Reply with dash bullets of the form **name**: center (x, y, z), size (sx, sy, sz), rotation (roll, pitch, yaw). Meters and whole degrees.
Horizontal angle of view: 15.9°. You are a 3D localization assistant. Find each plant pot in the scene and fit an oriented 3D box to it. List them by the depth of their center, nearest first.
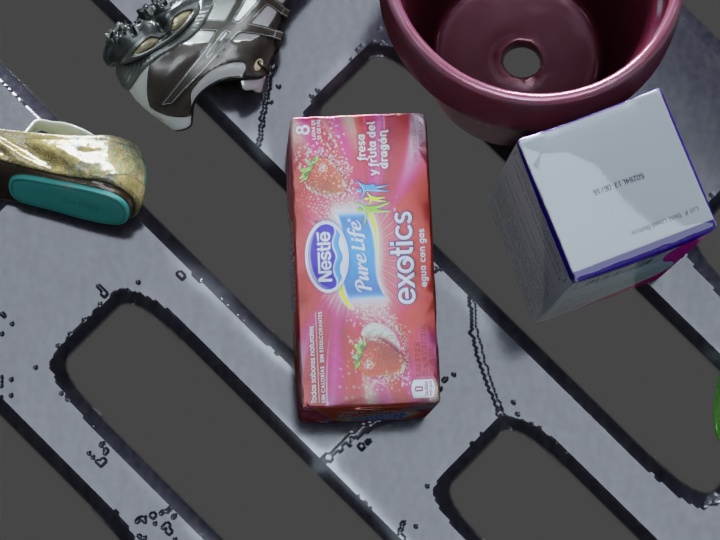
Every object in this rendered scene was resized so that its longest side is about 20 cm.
- **plant pot**: center (0.109, -0.172, 1.729), size (0.200, 0.179, 0.200), rotation (0, 73, -1)

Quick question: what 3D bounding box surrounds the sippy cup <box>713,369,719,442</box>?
- **sippy cup**: center (0.323, 0.111, 1.711), size (0.139, 0.178, 0.130), rotation (-9, 106, -7)

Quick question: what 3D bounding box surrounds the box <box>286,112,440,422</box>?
- **box**: center (0.000, 0.000, 1.745), size (0.095, 0.100, 0.200), rotation (-2, 82, -3)

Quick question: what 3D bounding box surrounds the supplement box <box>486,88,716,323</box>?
- **supplement box**: center (0.156, -0.039, 1.709), size (0.101, 0.200, 0.103), rotation (-21, 81, -7)

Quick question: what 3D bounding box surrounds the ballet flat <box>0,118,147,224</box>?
- **ballet flat**: center (-0.244, -0.080, 1.768), size (0.200, 0.071, 0.071), rotation (10, 81, -1)

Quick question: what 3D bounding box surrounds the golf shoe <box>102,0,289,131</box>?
- **golf shoe**: center (-0.079, -0.176, 1.791), size (0.200, 0.078, 0.095), rotation (-35, 102, -6)
